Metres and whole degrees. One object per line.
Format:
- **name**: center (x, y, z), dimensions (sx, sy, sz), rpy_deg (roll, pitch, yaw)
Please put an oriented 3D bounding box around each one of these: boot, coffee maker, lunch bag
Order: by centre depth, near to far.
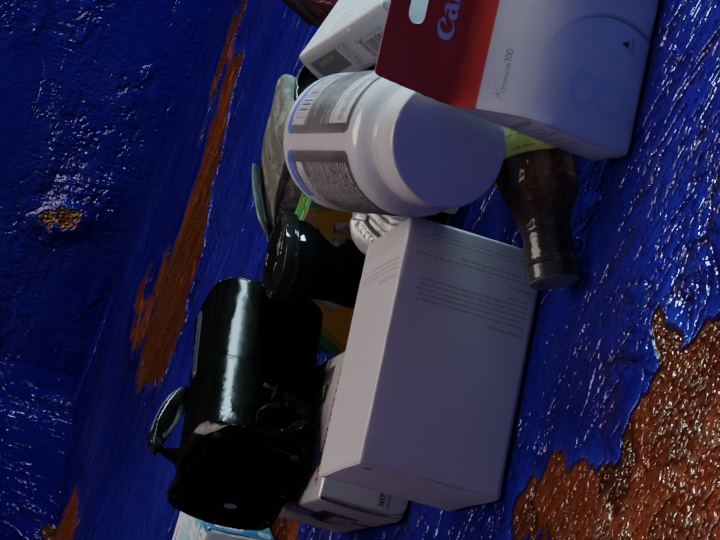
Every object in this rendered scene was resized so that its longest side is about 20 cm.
- **boot**: center (0.000, 0.000, 1.721), dimensions (0.200, 0.167, 0.077), rpy_deg (164, 115, -84)
- **coffee maker**: center (-0.092, 0.109, 1.778), dimensions (0.192, 0.134, 0.201), rpy_deg (-34, 34, 32)
- **lunch bag**: center (-0.066, -0.102, 2.242), dimensions (0.164, 0.117, 0.201), rpy_deg (-100, 23, -60)

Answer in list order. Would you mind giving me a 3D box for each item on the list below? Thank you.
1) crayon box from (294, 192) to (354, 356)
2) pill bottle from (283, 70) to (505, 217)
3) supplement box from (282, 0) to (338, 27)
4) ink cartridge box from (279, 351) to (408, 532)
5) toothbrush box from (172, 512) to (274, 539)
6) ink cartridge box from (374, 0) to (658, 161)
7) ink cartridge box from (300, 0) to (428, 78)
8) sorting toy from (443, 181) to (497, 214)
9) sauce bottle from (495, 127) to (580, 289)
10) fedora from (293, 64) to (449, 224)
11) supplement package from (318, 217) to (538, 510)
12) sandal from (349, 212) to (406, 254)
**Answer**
- **crayon box**: center (-0.016, -0.016, 1.929), dimensions (0.058, 0.118, 0.201), rpy_deg (-102, 30, -63)
- **pill bottle**: center (0.026, -0.099, 1.488), dimensions (0.200, 0.113, 0.115), rpy_deg (10, 85, 66)
- **supplement box**: center (0.034, -0.277, 1.822), dimensions (0.086, 0.199, 0.111), rpy_deg (32, -104, -64)
- **ink cartridge box**: center (-0.012, 0.160, 1.790), dimensions (0.200, 0.082, 0.148), rpy_deg (146, 139, -70)
- **toothbrush box**: center (-0.169, 0.342, 2.212), dimensions (0.200, 0.085, 0.148), rpy_deg (-143, 69, -75)
- **ink cartridge box**: center (0.120, -0.187, 1.398), dimensions (0.047, 0.199, 0.161), rpy_deg (-8, 66, 63)
- **ink cartridge box**: center (0.044, -0.264, 1.679), dimensions (0.201, 0.047, 0.160), rpy_deg (-56, 16, -25)
- **sorting toy**: center (0.128, -0.177, 1.637), dimensions (0.200, 0.069, 0.201), rpy_deg (-90, 20, -49)
- **sauce bottle**: center (0.130, -0.087, 1.454), dimensions (0.066, 0.065, 0.202), rpy_deg (137, 130, -65)
- **fedora**: center (0.034, -0.131, 1.768), dimensions (0.091, 0.200, 0.201), rpy_deg (-37, 32, 28)
- **supplement package**: center (0.055, 0.077, 1.532), dimensions (0.120, 0.120, 0.202), rpy_deg (148, 137, -69)
- **sandal**: center (0.047, -0.107, 1.621), dimensions (0.050, 0.082, 0.204), rpy_deg (6, -68, -60)
